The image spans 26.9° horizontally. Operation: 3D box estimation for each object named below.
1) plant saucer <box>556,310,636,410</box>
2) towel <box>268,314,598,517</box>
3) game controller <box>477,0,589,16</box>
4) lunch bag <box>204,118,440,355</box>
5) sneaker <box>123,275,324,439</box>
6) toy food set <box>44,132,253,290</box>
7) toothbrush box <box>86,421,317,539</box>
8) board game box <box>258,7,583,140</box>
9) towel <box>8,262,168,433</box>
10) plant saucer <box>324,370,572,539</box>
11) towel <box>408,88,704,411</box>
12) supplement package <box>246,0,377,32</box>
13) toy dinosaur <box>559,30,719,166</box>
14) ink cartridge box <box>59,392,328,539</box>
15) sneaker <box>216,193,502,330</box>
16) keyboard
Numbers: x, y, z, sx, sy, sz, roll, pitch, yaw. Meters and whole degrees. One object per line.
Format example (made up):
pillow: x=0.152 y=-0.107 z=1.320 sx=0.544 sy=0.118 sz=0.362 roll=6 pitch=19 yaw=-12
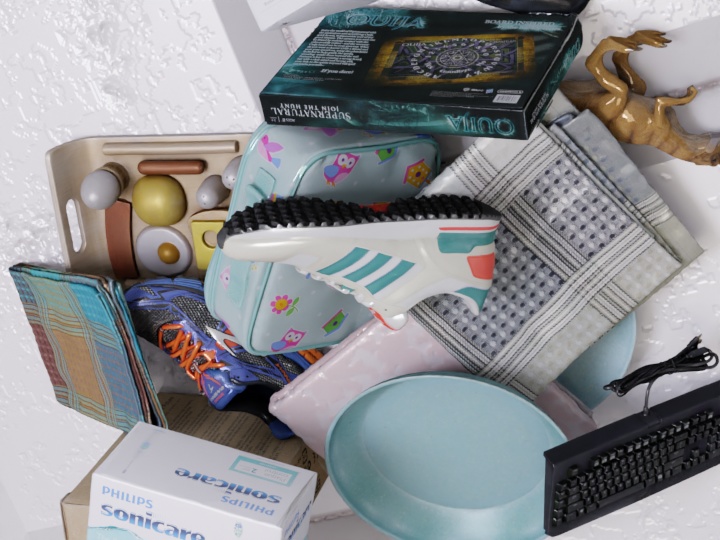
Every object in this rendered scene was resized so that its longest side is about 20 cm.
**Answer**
plant saucer: x=0.118 y=0.038 z=1.198 sx=0.200 sy=0.039 sz=0.202 roll=4 pitch=120 yaw=7
towel: x=0.059 y=0.116 z=1.211 sx=0.200 sy=0.032 sz=0.191 roll=42 pitch=115 yaw=-17
game controller: x=0.136 y=-0.276 z=1.067 sx=0.104 sy=0.042 sz=0.201 roll=12 pitch=118 yaw=-5
lunch bag: x=-0.033 y=-0.035 z=1.152 sx=0.077 sy=0.160 sz=0.200 roll=44 pitch=129 yaw=38
sneaker: x=-0.114 y=0.071 z=1.239 sx=0.200 sy=0.079 sz=0.075 roll=27 pitch=138 yaw=-14
toy food set: x=-0.156 y=-0.036 z=1.246 sx=0.199 sy=0.060 sz=0.144 roll=1 pitch=113 yaw=17
toothbrush box: x=-0.124 y=0.232 z=1.116 sx=0.146 sy=0.085 sz=0.201 roll=14 pitch=116 yaw=12
board game box: x=0.045 y=-0.144 z=1.077 sx=0.199 sy=0.135 sz=0.028 roll=7 pitch=129 yaw=24
towel: x=-0.234 y=0.067 z=1.274 sx=0.200 sy=0.022 sz=0.147 roll=8 pitch=119 yaw=55
plant saucer: x=0.073 y=0.144 z=1.172 sx=0.199 sy=0.036 sz=0.200 roll=7 pitch=131 yaw=8
towel: x=0.128 y=-0.014 z=1.113 sx=0.200 sy=0.035 sz=0.193 roll=-43 pitch=108 yaw=9
supplement package: x=0.023 y=-0.260 z=1.009 sx=0.200 sy=0.156 sz=0.111 roll=-23 pitch=93 yaw=36
toy dinosaur: x=0.178 y=-0.125 z=1.105 sx=0.199 sy=0.060 sz=0.107 roll=18 pitch=119 yaw=9
ink cartridge box: x=-0.131 y=0.182 z=1.257 sx=0.164 sy=0.200 sz=0.075 roll=3 pitch=113 yaw=16
sneaker: x=0.000 y=0.000 z=1.053 sx=0.199 sy=0.070 sz=0.094 roll=-3 pitch=108 yaw=-9
keyboard: x=0.220 y=0.122 z=1.146 sx=0.021 sy=0.200 sz=0.127 roll=29 pitch=129 yaw=49
